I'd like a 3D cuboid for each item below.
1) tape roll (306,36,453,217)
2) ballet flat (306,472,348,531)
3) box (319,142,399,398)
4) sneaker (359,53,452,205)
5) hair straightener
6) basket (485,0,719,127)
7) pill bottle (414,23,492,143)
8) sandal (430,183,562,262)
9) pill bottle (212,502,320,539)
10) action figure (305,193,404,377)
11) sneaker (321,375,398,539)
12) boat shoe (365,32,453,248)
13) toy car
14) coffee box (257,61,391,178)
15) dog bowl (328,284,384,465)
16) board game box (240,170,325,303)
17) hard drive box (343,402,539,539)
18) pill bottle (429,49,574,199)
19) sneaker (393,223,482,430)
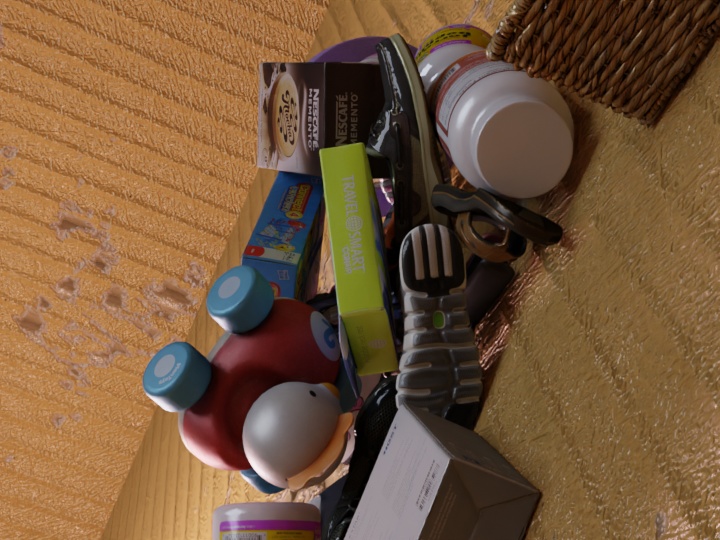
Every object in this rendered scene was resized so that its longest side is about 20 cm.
[{"bbox_3d":[0.011,-0.161,1.836,0.066,0.199,0.201,-156,87,-79],"label":"tape roll"},{"bbox_3d":[-0.054,0.288,1.645,0.073,0.073,0.201,135,154,-63],"label":"ballet flat"},{"bbox_3d":[0.000,0.000,1.481,0.122,0.047,0.201,74,-172,-60],"label":"box"},{"bbox_3d":[0.045,-0.155,1.771,0.080,0.201,0.089,-18,27,15],"label":"sneaker"},{"bbox_3d":[0.081,0.058,1.494,0.200,0.041,0.077,-54,18,35],"label":"hair straightener"},{"bbox_3d":[0.200,-0.239,1.223,0.143,0.148,0.200,-80,16,-47],"label":"basket"},{"bbox_3d":[0.102,-0.185,1.646,0.200,0.104,0.105,-82,17,-73],"label":"pill bottle"},{"bbox_3d":[0.109,-0.037,1.401,0.200,0.081,0.055,21,90,66],"label":"sandal"},{"bbox_3d":[-0.088,0.323,1.537,0.104,0.103,0.202,146,125,-71],"label":"pill bottle"},{"bbox_3d":[0.040,0.009,1.603,0.104,0.199,0.195,14,-108,-60],"label":"action figure"},{"bbox_3d":[0.020,0.198,1.457,0.114,0.076,0.201,-113,43,-72],"label":"sneaker"},{"bbox_3d":[0.037,-0.118,1.519,0.072,0.066,0.202,-133,29,-87],"label":"boat shoe"},{"bbox_3d":[-0.060,0.125,1.475,0.177,0.184,0.200,-50,38,-10],"label":"toy car"},{"bbox_3d":[-0.037,-0.155,1.648,0.200,0.079,0.114,-165,76,-67],"label":"coffee box"},{"bbox_3d":[-0.019,0.104,1.756,0.200,0.073,0.201,-163,90,-83],"label":"dog bowl"},{"bbox_3d":[-0.083,0.030,1.673,0.196,0.055,0.201,-74,-8,-60],"label":"board game box"},{"bbox_3d":[0.053,0.205,1.272,0.200,0.076,0.157,-140,72,-78],"label":"hard drive box"},{"bbox_3d":[0.128,-0.128,1.451,0.200,0.112,0.113,-109,42,-72],"label":"pill bottle"},{"bbox_3d":[0.064,0.060,1.442,0.115,0.074,0.202,-164,75,-85],"label":"sneaker"}]
